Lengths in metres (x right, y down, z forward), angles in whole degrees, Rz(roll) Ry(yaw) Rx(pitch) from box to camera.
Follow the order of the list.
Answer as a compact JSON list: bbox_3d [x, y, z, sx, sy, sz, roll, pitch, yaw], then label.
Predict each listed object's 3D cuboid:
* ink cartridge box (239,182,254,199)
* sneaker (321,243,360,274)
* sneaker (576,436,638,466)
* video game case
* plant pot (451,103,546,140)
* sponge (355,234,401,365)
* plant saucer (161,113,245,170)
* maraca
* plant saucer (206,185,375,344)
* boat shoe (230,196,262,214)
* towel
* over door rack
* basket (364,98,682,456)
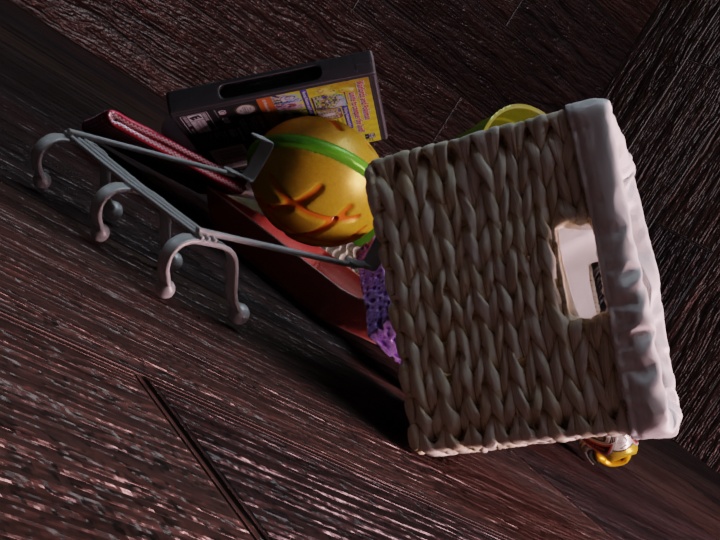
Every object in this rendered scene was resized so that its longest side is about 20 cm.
[{"bbox_3d":[-0.060,-0.096,1.265,0.197,0.051,0.162,12,-4,-24],"label":"ink cartridge box"},{"bbox_3d":[0.000,-0.001,1.277,0.199,0.070,0.100,35,1,6],"label":"sneaker"},{"bbox_3d":[0.256,0.177,1.290,0.200,0.077,0.083,67,4,-80],"label":"sneaker"},{"bbox_3d":[-0.068,-0.142,1.085,0.178,0.026,0.200,-11,-10,3],"label":"video game case"},{"bbox_3d":[0.145,-0.085,1.475,0.199,0.203,0.192,31,-27,-33],"label":"plant pot"},{"bbox_3d":[0.047,0.044,0.987,0.111,0.030,0.200,44,12,-16],"label":"sponge"},{"bbox_3d":[-0.105,-0.142,1.216,0.200,0.197,0.036,23,55,-70],"label":"plant saucer"},{"bbox_3d":[-0.033,-0.070,1.082,0.135,0.108,0.200,14,-20,18],"label":"maraca"},{"bbox_3d":[-0.035,0.011,1.087,0.199,0.037,0.199,36,4,37],"label":"plant saucer"},{"bbox_3d":[-0.115,-0.100,1.494,0.071,0.077,0.200,35,3,27],"label":"boat shoe"},{"bbox_3d":[-0.188,-0.112,1.114,0.143,0.023,0.200,27,-5,-19],"label":"towel"},{"bbox_3d":[-0.093,-0.031,0.757,0.147,0.067,0.199,36,25,32],"label":"over door rack"},{"bbox_3d":[0.112,0.017,0.764,0.159,0.201,0.200,-12,-9,15],"label":"basket"}]
